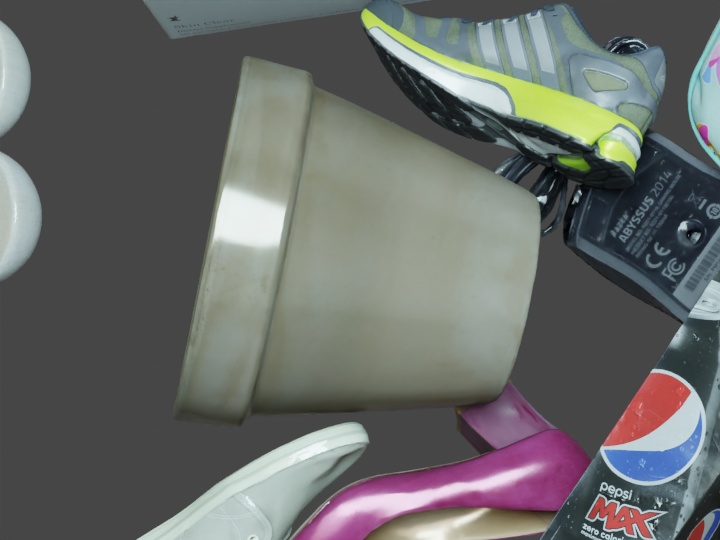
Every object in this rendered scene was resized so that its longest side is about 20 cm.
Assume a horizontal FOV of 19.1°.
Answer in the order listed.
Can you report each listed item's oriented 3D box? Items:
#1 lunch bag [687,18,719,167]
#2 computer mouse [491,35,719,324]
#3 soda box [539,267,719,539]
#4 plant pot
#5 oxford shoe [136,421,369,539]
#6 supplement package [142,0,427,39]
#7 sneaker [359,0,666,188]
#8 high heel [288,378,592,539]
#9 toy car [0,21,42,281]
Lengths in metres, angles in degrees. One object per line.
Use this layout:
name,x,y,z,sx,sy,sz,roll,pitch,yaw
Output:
lunch bag,0.263,-0.108,1.094,0.077,0.200,0.161,-12,52,-35
computer mouse,0.179,-0.028,1.202,0.200,0.053,0.139,40,89,25
soda box,0.174,0.090,1.114,0.063,0.071,0.200,37,100,28
plant pot,0.000,0.000,1.157,0.173,0.200,0.201,12,81,-5
oxford shoe,-0.072,0.152,1.186,0.200,0.075,0.058,-36,71,7
supplement package,-0.033,-0.235,1.234,0.199,0.111,0.156,-8,78,6
sneaker,0.087,-0.115,1.205,0.200,0.074,0.081,27,75,28
high heel,0.037,0.150,1.172,0.200,0.067,0.096,-39,67,-4
toy car,-0.288,-0.068,1.229,0.150,0.175,0.201,-16,75,42
